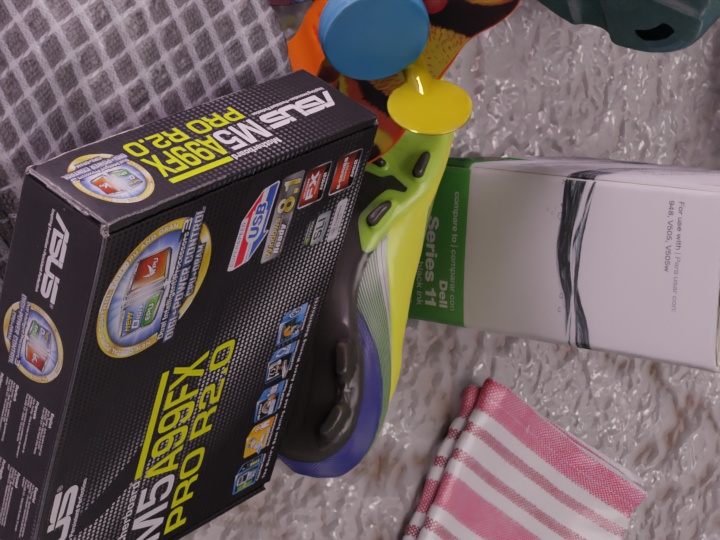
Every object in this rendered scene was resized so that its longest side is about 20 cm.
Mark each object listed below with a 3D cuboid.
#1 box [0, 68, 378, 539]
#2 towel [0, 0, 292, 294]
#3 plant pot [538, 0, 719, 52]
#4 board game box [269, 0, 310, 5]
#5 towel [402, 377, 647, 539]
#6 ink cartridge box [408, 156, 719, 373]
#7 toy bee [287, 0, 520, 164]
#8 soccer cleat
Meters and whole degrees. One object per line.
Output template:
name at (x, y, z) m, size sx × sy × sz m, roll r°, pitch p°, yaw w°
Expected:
box at (-0.079, 0.031, 0.819) m, size 0.160 × 0.044 × 0.201 m, roll -26°, pitch 142°, yaw -48°
towel at (-0.123, -0.104, 0.803) m, size 0.166 × 0.085 × 0.201 m, roll -43°, pitch 123°, yaw -32°
plant pot at (0.156, -0.225, 0.995) m, size 0.196 × 0.200 × 0.200 m, roll -53°, pitch 128°, yaw -15°
board game box at (-0.027, -0.216, 0.909) m, size 0.158 × 0.039 × 0.200 m, roll -55°, pitch 128°, yaw -24°
towel at (0.071, 0.173, 1.068) m, size 0.146 × 0.030 × 0.201 m, roll 34°, pitch 73°, yaw -40°
ink cartridge box at (0.138, -0.008, 0.988) m, size 0.146 × 0.200 × 0.084 m, roll -2°, pitch 98°, yaw -43°
toy bee at (0.030, -0.113, 0.880) m, size 0.108 × 0.200 × 0.131 m, roll 8°, pitch 61°, yaw -23°
soccer cleat at (-0.001, 0.000, 0.966) m, size 0.084 × 0.064 × 0.201 m, roll 53°, pitch 51°, yaw -69°
